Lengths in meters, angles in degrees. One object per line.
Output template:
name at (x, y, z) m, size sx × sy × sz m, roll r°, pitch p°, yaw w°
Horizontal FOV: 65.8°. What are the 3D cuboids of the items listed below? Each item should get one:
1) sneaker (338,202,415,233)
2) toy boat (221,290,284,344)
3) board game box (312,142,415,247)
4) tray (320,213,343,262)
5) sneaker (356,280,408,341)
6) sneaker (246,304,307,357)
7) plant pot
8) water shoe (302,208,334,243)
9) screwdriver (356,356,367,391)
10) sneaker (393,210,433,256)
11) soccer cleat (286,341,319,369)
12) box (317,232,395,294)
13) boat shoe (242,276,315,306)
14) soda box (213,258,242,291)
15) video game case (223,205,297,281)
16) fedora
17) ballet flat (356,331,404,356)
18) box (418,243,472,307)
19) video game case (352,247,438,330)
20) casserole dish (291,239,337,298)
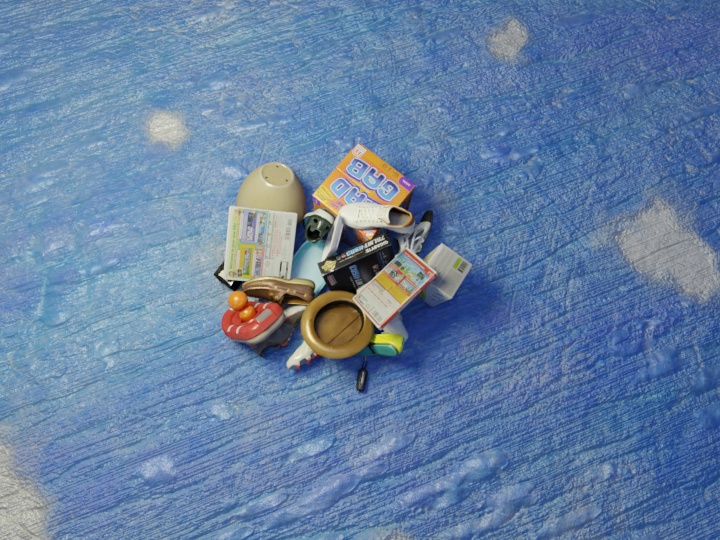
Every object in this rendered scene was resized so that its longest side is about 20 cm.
sneaker at (0.040, -0.144, 1.408) m, size 0.199 × 0.085 × 0.073 m, roll 6°, pitch 77°, yaw 5°
toy boat at (-0.302, 0.111, 1.472) m, size 0.130 × 0.200 × 0.131 m, roll -43°, pitch 113°, yaw -32°
board game box at (0.008, -0.190, 1.566) m, size 0.200 × 0.200 × 0.200 m, roll 38°, pitch 78°, yaw 8°
tray at (-0.075, -0.072, 1.475) m, size 0.022 × 0.200 × 0.108 m, roll 15°, pitch 76°, yaw -8°
sneaker at (0.094, 0.100, 1.521) m, size 0.115 × 0.074 × 0.200 m, roll -36°, pitch 101°, yaw 17°
sneaker at (-0.217, 0.165, 1.543) m, size 0.200 × 0.077 × 0.082 m, roll -34°, pitch 107°, yaw -11°
plant pot at (-0.244, -0.225, 1.565) m, size 0.199 × 0.135 × 0.201 m, roll 8°, pitch 53°, yaw -11°
water shoe at (-0.133, -0.116, 1.541) m, size 0.071 × 0.200 × 0.079 m, roll 33°, pitch 74°, yaw -9°
screwdriver at (0.018, 0.236, 1.546) m, size 0.029 × 0.028 × 0.201 m, roll 4°, pitch 70°, yaw 29°
sneaker at (0.147, -0.098, 1.614) m, size 0.088 × 0.074 × 0.201 m, roll 25°, pitch 75°, yaw 2°
soccer cleat at (-0.128, 0.196, 1.532) m, size 0.200 × 0.069 × 0.078 m, roll -35°, pitch 74°, yaw -18°
box at (0.000, 0.000, 1.505) m, size 0.198 × 0.200 × 0.050 m, roll -24°, pitch 62°, yaw -2°
boat shoe at (-0.222, 0.061, 1.511) m, size 0.199 × 0.072 × 0.068 m, roll 2°, pitch 58°, yaw -5°
soda box at (-0.327, -0.043, 1.580) m, size 0.063 × 0.071 × 0.200 m, roll 32°, pitch 76°, yaw 8°
video game case at (-0.272, -0.067, 1.514) m, size 0.181 × 0.022 × 0.201 m, roll 5°, pitch 102°, yaw -15°
fedora at (-0.062, 0.152, 1.478) m, size 0.200 × 0.082 × 0.201 m, roll 5°, pitch 62°, yaw -9°
ballet flat at (0.037, 0.194, 1.504) m, size 0.067 × 0.199 × 0.067 m, roll 57°, pitch 49°, yaw -29°
box at (0.207, 0.018, 1.517) m, size 0.101 × 0.200 × 0.113 m, roll 35°, pitch 78°, yaw -1°
video game case at (0.086, 0.043, 1.421) m, size 0.200 × 0.017 × 0.143 m, roll -44°, pitch 41°, yaw -1°
casserole dish at (-0.146, 0.003, 1.593) m, size 0.121 × 0.039 × 0.200 m, roll 33°, pitch 77°, yaw 6°
